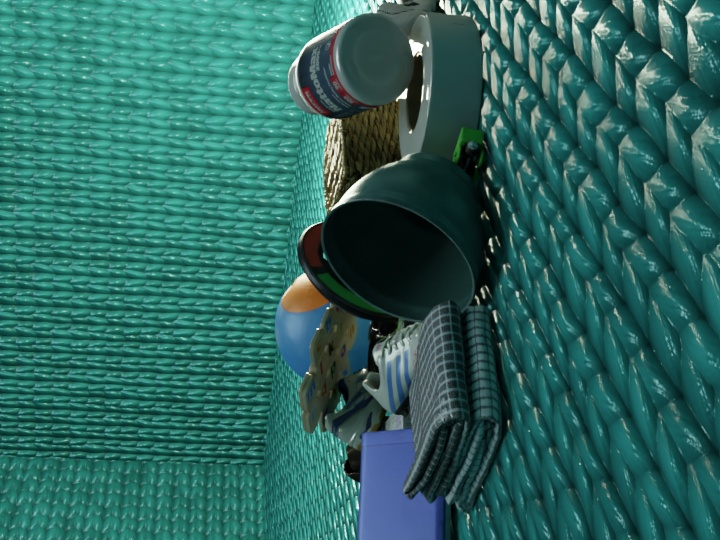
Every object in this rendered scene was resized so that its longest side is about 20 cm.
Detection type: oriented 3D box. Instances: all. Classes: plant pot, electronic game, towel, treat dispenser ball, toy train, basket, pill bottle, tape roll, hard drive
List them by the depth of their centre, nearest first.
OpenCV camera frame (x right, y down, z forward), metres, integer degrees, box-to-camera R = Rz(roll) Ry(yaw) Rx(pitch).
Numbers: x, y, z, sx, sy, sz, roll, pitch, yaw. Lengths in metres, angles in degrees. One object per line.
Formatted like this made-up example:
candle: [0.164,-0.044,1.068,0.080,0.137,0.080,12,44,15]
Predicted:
towel: [0.100,0.160,1.271,0.202,0.084,0.168,103,167,-47]
plant pot: [0.069,-0.055,1.314,0.135,0.198,0.202,-59,-8,-35]
toy train: [0.121,-0.101,1.391,0.201,0.041,0.057,105,175,-51]
hard drive: [0.055,0.306,1.395,0.025,0.130,0.204,28,-122,-51]
tape roll: [0.104,-0.235,1.444,0.202,0.069,0.207,-176,90,-81]
pill bottle: [-0.022,-0.274,1.501,0.199,0.118,0.122,-4,82,63]
electronic game: [0.000,0.000,1.566,0.042,0.197,0.202,-58,24,33]
basket: [0.025,-0.152,1.628,0.144,0.146,0.202,109,163,-46]
treat dispenser ball: [-0.047,0.095,1.843,0.201,0.197,0.205,-176,90,-81]

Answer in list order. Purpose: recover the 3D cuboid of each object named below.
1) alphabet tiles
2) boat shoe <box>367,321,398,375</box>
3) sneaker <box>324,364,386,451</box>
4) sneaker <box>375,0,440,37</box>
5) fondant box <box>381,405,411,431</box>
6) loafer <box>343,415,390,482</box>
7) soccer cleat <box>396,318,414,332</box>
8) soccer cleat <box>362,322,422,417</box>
alphabet tiles: [-0.046,0.132,1.582,0.198,0.014,0.202,85,-157,-45]
boat shoe: [0.045,0.095,1.593,0.202,0.072,0.061,-74,-24,-48]
sneaker: [0.015,0.165,1.615,0.076,0.087,0.202,100,-163,-56]
sneaker: [0.070,-0.334,1.579,0.200,0.074,0.117,-55,-29,-59]
fondant box: [0.069,0.297,1.495,0.145,0.057,0.204,115,157,-67]
loafer: [0.011,0.305,1.798,0.201,0.070,0.074,106,165,-53]
soccer cleat: [0.081,0.050,1.504,0.084,0.063,0.204,-59,-23,-80]
soccer cleat: [0.062,0.103,1.396,0.070,0.086,0.202,-43,-16,-54]
